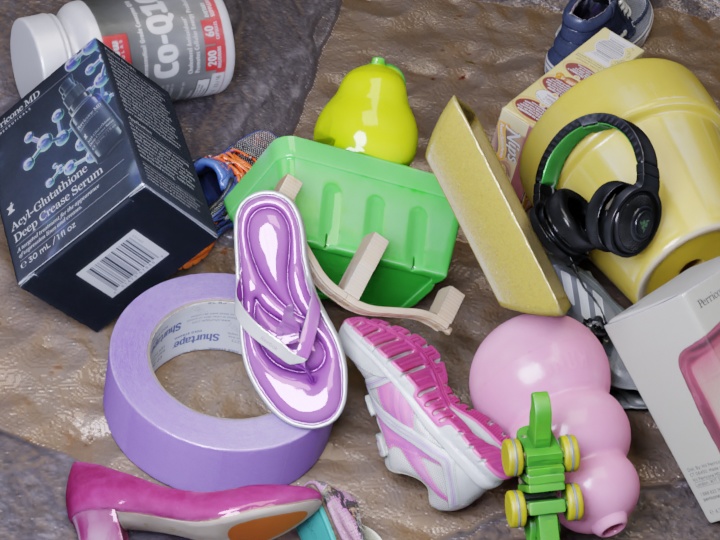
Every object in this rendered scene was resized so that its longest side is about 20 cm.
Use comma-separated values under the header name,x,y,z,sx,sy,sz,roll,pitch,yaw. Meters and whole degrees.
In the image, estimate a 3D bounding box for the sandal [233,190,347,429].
name,x,y,z,sx,sy,sz,roll,pitch,yaw
sandal,-0.067,0.032,1.475,0.082,0.050,0.204,-17,79,2

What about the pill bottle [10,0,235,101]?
name,x,y,z,sx,sy,sz,roll,pitch,yaw
pill bottle,-0.235,-0.216,1.784,0.199,0.114,0.114,-13,50,-26

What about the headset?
name,x,y,z,sx,sy,sz,roll,pitch,yaw
headset,0.217,-0.038,1.613,0.094,0.123,0.201,17,72,-43

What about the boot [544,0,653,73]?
name,x,y,z,sx,sy,sz,roll,pitch,yaw
boot,0.277,-0.283,2.004,0.073,0.091,0.200,30,46,16

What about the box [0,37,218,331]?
name,x,y,z,sx,sy,sz,roll,pitch,yaw
box,-0.234,-0.077,1.599,0.107,0.148,0.201,37,22,-45

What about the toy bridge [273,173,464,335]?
name,x,y,z,sx,sy,sz,roll,pitch,yaw
toy bridge,0.000,0.000,1.549,0.200,0.027,0.067,35,67,-16

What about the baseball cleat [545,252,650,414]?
name,x,y,z,sx,sy,sz,roll,pitch,yaw
baseball cleat,0.201,0.056,1.656,0.199,0.070,0.106,33,46,19

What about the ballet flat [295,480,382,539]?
name,x,y,z,sx,sy,sz,roll,pitch,yaw
ballet flat,0.002,0.248,1.418,0.071,0.069,0.201,8,41,-28

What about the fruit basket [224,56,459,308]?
name,x,y,z,sx,sy,sz,roll,pitch,yaw
fruit basket,-0.008,-0.082,1.649,0.215,0.155,0.217,15,57,-24

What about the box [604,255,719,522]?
name,x,y,z,sx,sy,sz,roll,pitch,yaw
box,0.327,0.095,1.559,0.128,0.109,0.201,-29,91,-35

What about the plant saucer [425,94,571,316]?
name,x,y,z,sx,sy,sz,roll,pitch,yaw
plant saucer,0.114,-0.045,1.551,0.048,0.200,0.201,-27,87,9

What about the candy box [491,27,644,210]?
name,x,y,z,sx,sy,sz,roll,pitch,yaw
candy box,0.204,-0.152,1.833,0.055,0.116,0.200,34,47,20

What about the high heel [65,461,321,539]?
name,x,y,z,sx,sy,sz,roll,pitch,yaw
high heel,-0.134,0.175,1.433,0.199,0.067,0.096,-15,57,1

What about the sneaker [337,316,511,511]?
name,x,y,z,sx,sy,sz,roll,pitch,yaw
sneaker,0.040,0.124,1.521,0.200,0.088,0.081,50,27,24

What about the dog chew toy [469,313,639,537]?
name,x,y,z,sx,sy,sz,roll,pitch,yaw
dog chew toy,0.173,0.135,1.537,0.124,0.125,0.201,-10,56,-23

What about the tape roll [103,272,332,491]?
name,x,y,z,sx,sy,sz,roll,pitch,yaw
tape roll,-0.117,0.095,1.536,0.199,0.066,0.201,8,43,-8

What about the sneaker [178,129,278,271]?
name,x,y,z,sx,sy,sz,roll,pitch,yaw
sneaker,-0.131,-0.078,1.697,0.075,0.079,0.200,29,46,14

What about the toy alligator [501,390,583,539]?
name,x,y,z,sx,sy,sz,roll,pitch,yaw
toy alligator,0.147,0.196,1.463,0.059,0.201,0.054,-5,4,-7

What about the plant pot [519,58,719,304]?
name,x,y,z,sx,sy,sz,roll,pitch,yaw
plant pot,0.275,-0.064,1.703,0.200,0.201,0.189,-8,49,-22
